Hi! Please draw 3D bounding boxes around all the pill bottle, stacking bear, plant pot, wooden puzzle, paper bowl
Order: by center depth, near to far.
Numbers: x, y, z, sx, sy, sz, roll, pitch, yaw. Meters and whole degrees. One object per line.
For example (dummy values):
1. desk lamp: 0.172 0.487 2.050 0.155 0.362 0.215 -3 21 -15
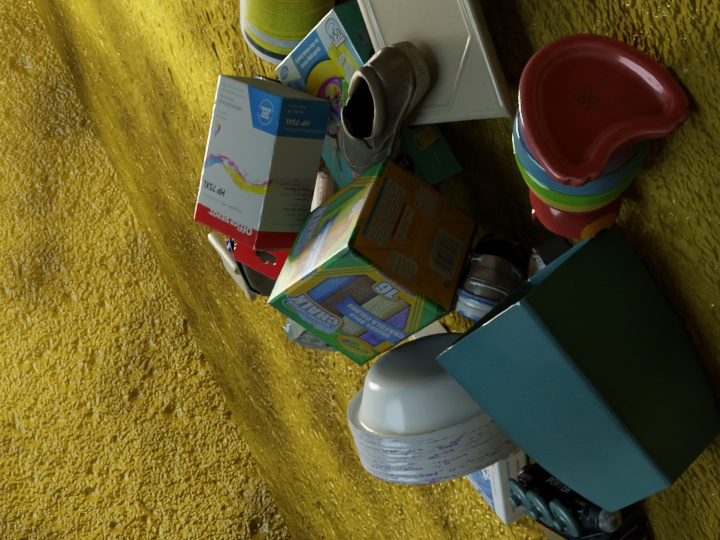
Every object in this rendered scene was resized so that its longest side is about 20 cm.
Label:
1. stacking bear: 0.175 -0.091 1.265 0.114 0.121 0.200 55 170 21
2. plant pot: 0.199 0.095 1.356 0.200 0.141 0.141 53 143 1
3. wooden puzzle: 0.063 -0.225 1.441 0.200 0.037 0.186 7 121 61
4. pill bottle: -0.073 -0.317 1.683 0.114 0.114 0.200 57 163 22
5. paper bowl: 0.083 0.141 1.735 0.201 0.200 0.105 30 141 63

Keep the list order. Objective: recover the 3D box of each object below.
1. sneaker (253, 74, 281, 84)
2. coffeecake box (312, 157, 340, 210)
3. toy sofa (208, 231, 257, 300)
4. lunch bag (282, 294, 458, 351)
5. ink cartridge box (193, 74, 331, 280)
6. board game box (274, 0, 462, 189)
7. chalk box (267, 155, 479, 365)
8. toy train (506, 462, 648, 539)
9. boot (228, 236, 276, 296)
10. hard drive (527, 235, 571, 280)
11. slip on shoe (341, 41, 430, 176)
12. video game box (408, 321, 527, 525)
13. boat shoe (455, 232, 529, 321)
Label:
1. sneaker: -0.089 -0.164 1.794 0.200 0.070 0.094 -143 67 -70
2. coffeecake box: -0.020 -0.110 1.797 0.200 0.073 0.154 162 112 -74
3. toy sofa: -0.084 -0.061 1.961 0.083 0.200 0.098 48 164 45
4. lunch bag: 0.019 0.029 1.770 0.118 0.200 0.164 64 163 3
5. ink cartridge box: -0.107 -0.093 1.653 0.116 0.067 0.201 24 108 47
6. board game box: 0.004 -0.155 1.619 0.200 0.047 0.151 61 149 4
7. chalk box: 0.000 0.000 1.578 0.124 0.125 0.200 35 142 -19
8. toy train: 0.231 0.260 1.680 0.114 0.085 0.200 58 166 -15
9. boot: -0.116 -0.068 1.750 0.074 0.075 0.201 126 127 -78
10. hard drive: 0.208 0.076 1.536 0.140 0.038 0.200 55 161 29
11. slip on shoe: 0.007 -0.145 1.509 0.076 0.060 0.200 58 155 10
12. video game box: 0.133 0.182 1.928 0.200 0.047 0.183 48 156 44
13. boat shoe: 0.137 0.004 1.563 0.200 0.072 0.073 -70 -2 -80
